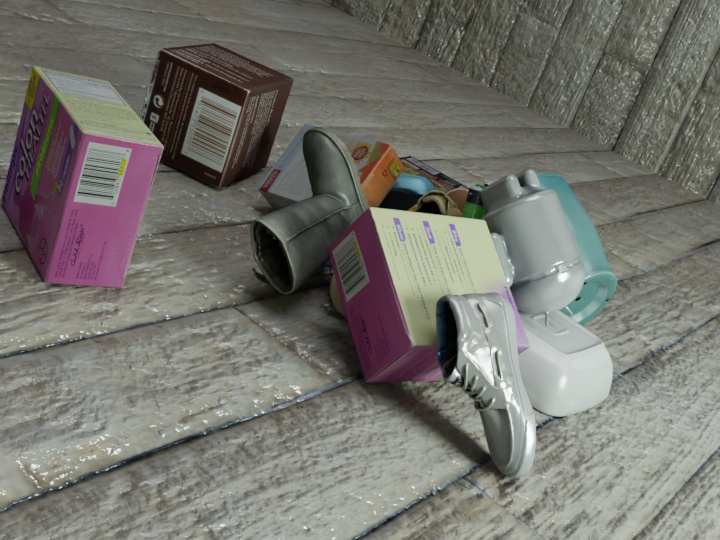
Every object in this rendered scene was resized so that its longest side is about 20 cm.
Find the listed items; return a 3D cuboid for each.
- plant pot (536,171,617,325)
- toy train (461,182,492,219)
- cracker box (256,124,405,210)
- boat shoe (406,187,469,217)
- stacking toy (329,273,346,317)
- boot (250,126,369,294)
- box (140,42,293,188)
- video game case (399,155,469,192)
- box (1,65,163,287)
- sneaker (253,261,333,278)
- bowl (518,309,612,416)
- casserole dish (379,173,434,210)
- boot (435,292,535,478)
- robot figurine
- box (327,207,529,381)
[{"bbox_3d":[0.291,-0.012,1.530,0.197,0.201,0.189,2,43,-41],"label":"plant pot"},{"bbox_3d":[0.147,-0.025,1.377,0.041,0.204,0.056,20,9,42],"label":"toy train"},{"bbox_3d":[-0.046,-0.138,1.476,0.198,0.135,0.058,21,-21,43],"label":"cracker box"},{"bbox_3d":[0.108,-0.072,1.385,0.075,0.075,0.199,30,42,20],"label":"boat shoe"},{"bbox_3d":[0.000,0.000,1.354,0.084,0.087,0.200,19,14,-6],"label":"stacking toy"},{"bbox_3d":[-0.075,-0.082,1.268,0.199,0.072,0.184,-27,87,-44],"label":"boot"},{"bbox_3d":[-0.234,-0.255,1.592,0.162,0.169,0.200,24,20,9],"label":"box"},{"bbox_3d":[0.137,-0.168,1.957,0.198,0.026,0.180,31,22,20],"label":"video game case"},{"bbox_3d":[-0.325,-0.109,1.132,0.095,0.179,0.200,6,26,-37],"label":"box"},{"bbox_3d":[-0.069,-0.042,1.359,0.074,0.088,0.199,26,20,15],"label":"sneaker"},{"bbox_3d":[0.244,0.104,1.341,0.199,0.076,0.198,37,26,30],"label":"bowl"},{"bbox_3d":[0.063,-0.102,1.540,0.118,0.040,0.201,7,-19,4],"label":"casserole dish"},{"bbox_3d":[0.126,0.124,1.066,0.094,0.073,0.204,3,71,-33],"label":"boot"},{"bbox_3d":[0.231,-0.029,1.317,0.167,0.112,0.204,-17,84,-35],"label":"robot figurine"},{"bbox_3d":[0.082,0.032,1.191,0.197,0.097,0.179,3,59,-39],"label":"box"}]
